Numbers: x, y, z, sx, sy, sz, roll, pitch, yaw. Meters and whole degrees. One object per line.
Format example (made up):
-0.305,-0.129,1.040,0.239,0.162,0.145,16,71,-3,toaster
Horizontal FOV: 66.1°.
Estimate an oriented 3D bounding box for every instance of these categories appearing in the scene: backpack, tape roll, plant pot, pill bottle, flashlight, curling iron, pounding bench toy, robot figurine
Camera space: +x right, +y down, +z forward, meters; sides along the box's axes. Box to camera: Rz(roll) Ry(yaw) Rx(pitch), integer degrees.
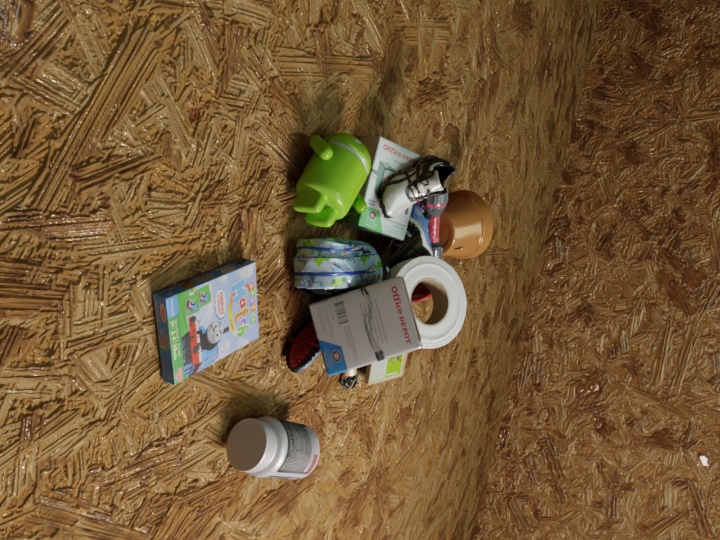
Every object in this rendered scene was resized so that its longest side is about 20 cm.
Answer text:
-0.054,-0.008,1.151,0.199,0.161,0.157,-25,115,-45,backpack
0.138,0.072,1.240,0.199,0.071,0.207,3,83,-25,tape roll
0.265,-0.124,1.613,0.138,0.199,0.204,-15,117,-38,plant pot
-0.175,0.360,1.125,0.200,0.112,0.116,40,68,-58,pill bottle
0.204,-0.124,1.511,0.068,0.067,0.204,-36,132,-50,flashlight
-0.010,0.208,1.422,0.049,0.025,0.204,17,82,-23,curling iron
-0.009,0.175,1.294,0.198,0.155,0.127,-4,107,-46,pounding bench toy
-0.053,-0.184,1.096,0.176,0.114,0.202,50,59,-41,robot figurine

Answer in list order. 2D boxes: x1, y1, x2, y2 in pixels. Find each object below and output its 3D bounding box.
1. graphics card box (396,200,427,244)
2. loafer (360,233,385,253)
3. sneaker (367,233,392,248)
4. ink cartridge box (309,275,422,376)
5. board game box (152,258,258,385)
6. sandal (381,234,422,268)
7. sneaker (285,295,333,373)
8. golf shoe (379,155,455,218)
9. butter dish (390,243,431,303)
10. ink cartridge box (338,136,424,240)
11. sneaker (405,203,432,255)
0.153,-0.173,1.520,0.125,0.050,0.204,-25,122,-54,graphics card box
0.000,0.000,1.306,0.203,0.074,0.070,-69,154,-12,loafer
0.072,-0.145,1.389,0.088,0.076,0.204,8,101,-73,sneaker
0.014,0.111,1.111,0.084,0.196,0.147,30,43,-80,ink cartridge box
-0.255,0.080,0.944,0.199,0.036,0.154,-30,127,-53,board game box
0.067,-0.017,1.295,0.200,0.054,0.082,-44,149,-8,sandal
-0.088,0.147,1.216,0.202,0.078,0.096,-58,148,-27,sneaker
0.124,-0.185,1.204,0.200,0.094,0.078,-44,123,-20,golf shoe
0.101,0.007,1.408,0.198,0.197,0.151,-10,90,-58,butter dish
0.048,-0.186,1.258,0.144,0.083,0.204,14,90,-37,ink cartridge box
0.154,-0.101,1.431,0.201,0.077,0.090,65,41,-57,sneaker
